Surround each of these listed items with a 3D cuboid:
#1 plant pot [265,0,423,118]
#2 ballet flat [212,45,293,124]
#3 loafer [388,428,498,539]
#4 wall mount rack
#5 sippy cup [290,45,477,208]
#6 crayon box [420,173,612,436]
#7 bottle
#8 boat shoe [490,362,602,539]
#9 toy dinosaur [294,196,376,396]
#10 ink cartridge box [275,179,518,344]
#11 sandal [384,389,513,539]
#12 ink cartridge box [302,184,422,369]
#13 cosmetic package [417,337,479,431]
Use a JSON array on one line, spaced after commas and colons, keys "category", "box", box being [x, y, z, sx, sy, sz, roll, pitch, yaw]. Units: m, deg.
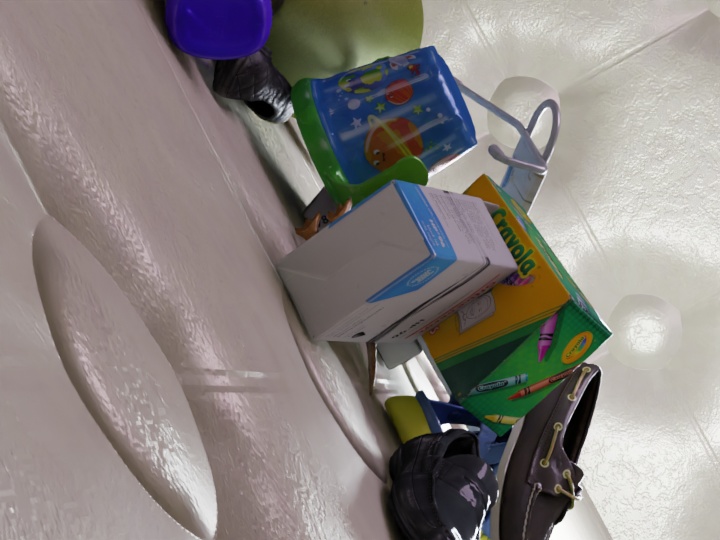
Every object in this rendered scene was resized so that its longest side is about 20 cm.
[{"category": "plant pot", "box": [-0.062, -0.241, 1.577, 0.188, 0.187, 0.200, 63, 17, 15]}, {"category": "ballet flat", "box": [-0.097, -0.158, 1.483, 0.066, 0.057, 0.200, 34, -3, 9]}, {"category": "loafer", "box": [0.060, 0.155, 1.197, 0.068, 0.070, 0.201, 59, 7, -12]}, {"category": "wall mount rack", "box": [0.105, -0.083, 1.566, 0.074, 0.201, 0.174, 14, 25, -19]}, {"category": "sippy cup", "box": [0.026, -0.125, 1.492, 0.179, 0.130, 0.140, 69, 10, 23]}, {"category": "crayon box", "box": [0.105, 0.023, 1.367, 0.058, 0.119, 0.200, 39, 13, -33]}, {"category": "bottle", "box": [-0.117, -0.228, 1.392, 0.200, 0.083, 0.066, -104, -164, -65]}, {"category": "boat shoe", "box": [0.149, 0.156, 1.378, 0.072, 0.060, 0.202, 61, 36, -49]}, {"category": "toy dinosaur", "box": [0.000, 0.000, 1.406, 0.106, 0.060, 0.200, 50, 19, -20]}, {"category": "ink cartridge box", "box": [0.039, -0.002, 1.296, 0.200, 0.116, 0.068, 5, 53, -63]}, {"category": "sandal", "box": [0.096, 0.156, 1.421, 0.200, 0.087, 0.080, 57, 5, -48]}, {"category": "ink cartridge box", "box": [-0.004, -0.010, 1.557, 0.201, 0.039, 0.099, 63, 6, -1]}, {"category": "cosmetic package", "box": [0.081, 0.052, 1.588, 0.151, 0.051, 0.200, 63, 5, -10]}]
